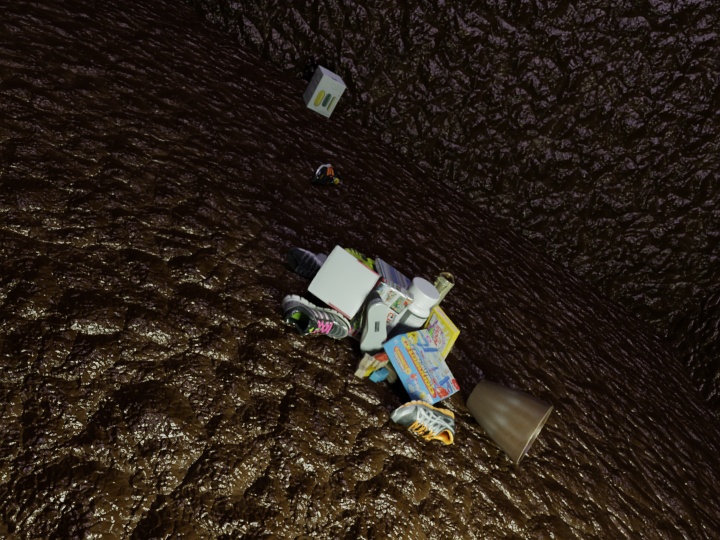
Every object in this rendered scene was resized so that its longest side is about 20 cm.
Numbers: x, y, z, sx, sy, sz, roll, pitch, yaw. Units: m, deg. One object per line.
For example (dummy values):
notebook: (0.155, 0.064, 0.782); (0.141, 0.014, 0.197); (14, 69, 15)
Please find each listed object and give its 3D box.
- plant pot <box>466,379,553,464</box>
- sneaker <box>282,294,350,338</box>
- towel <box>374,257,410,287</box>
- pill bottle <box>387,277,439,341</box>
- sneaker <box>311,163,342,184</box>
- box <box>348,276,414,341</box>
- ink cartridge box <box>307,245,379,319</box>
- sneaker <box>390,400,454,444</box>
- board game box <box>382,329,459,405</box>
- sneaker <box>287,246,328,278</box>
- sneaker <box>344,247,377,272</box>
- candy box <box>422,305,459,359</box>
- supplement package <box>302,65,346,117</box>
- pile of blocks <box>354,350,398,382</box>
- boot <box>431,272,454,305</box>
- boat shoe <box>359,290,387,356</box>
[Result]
plant pot: (0.405, 0.404, 1.531); (0.199, 0.189, 0.186); (32, 22, 26)
sneaker: (-0.120, 0.139, 1.430); (0.198, 0.074, 0.088); (27, 30, -13)
towel: (0.118, 0.054, 1.738); (0.199, 0.024, 0.148); (32, 34, -46)
pill bottle: (0.140, 0.124, 1.614); (0.113, 0.201, 0.114); (27, 27, -15)
sneaker: (-0.133, -0.396, 2.284); (0.090, 0.070, 0.200); (34, 24, 4)
box: (0.051, 0.121, 1.511); (0.109, 0.201, 0.035); (29, 27, -11)
ink cartridge box: (-0.052, 0.033, 1.517); (0.145, 0.145, 0.200); (34, -3, -3)
sneaker: (0.164, 0.384, 1.365); (0.198, 0.078, 0.078); (17, 44, -26)
board game box: (0.171, 0.269, 1.501); (0.195, 0.056, 0.202); (0, 58, -60)
sneaker: (-0.147, -0.027, 1.679); (0.199, 0.075, 0.116); (34, 19, -27)
sneaker: (0.000, 0.000, 1.725); (0.199, 0.083, 0.075); (37, 37, -30)
candy box: (0.223, 0.203, 1.597); (0.026, 0.201, 0.102); (-23, 57, -31)
supplement package: (-0.205, -1.004, 3.045); (0.150, 0.201, 0.151); (18, 31, -30)
pile of blocks: (0.069, 0.255, 1.471); (0.199, 0.062, 0.082); (-2, 45, -51)
boot: (0.244, 0.090, 1.844); (0.073, 0.156, 0.200); (41, 29, 10)
boat shoe: (0.035, 0.146, 1.464); (0.070, 0.202, 0.064); (-2, 36, -15)
